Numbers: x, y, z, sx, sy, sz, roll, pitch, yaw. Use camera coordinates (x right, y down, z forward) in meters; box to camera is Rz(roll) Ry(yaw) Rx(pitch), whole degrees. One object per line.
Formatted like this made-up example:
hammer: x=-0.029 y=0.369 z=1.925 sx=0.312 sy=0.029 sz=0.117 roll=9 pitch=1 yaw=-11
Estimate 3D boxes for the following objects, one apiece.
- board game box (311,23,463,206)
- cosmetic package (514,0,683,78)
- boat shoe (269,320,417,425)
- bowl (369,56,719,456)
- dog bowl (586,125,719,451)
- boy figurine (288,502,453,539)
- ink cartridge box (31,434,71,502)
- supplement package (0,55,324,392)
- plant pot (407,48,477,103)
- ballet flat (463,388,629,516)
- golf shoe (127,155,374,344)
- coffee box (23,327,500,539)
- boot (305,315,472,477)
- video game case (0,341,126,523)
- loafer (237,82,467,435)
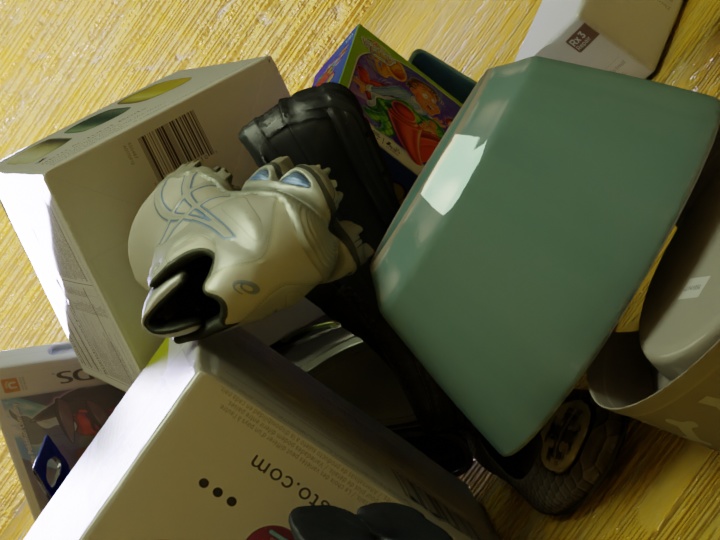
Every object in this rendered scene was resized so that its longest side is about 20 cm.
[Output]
board game box: x=0.056 y=-0.042 z=1.167 sx=0.045 sy=0.200 sz=0.135 roll=-48 pitch=13 yaw=25
cosmetic package: x=0.182 y=-0.199 z=1.455 sx=0.102 sy=0.074 sz=0.200 roll=-43 pitch=18 yaw=52
boat shoe: x=-0.012 y=0.057 z=1.181 sx=0.201 sy=0.072 sz=0.061 roll=-23 pitch=37 yaw=17
bowl: x=0.077 y=-0.023 z=0.986 sx=0.201 sy=0.105 sz=0.201 roll=-58 pitch=2 yaw=4
dog bowl: x=0.181 y=-0.009 z=0.887 sx=0.200 sy=0.059 sz=0.200 roll=-54 pitch=9 yaw=13
boy figurine: x=0.000 y=0.207 z=0.919 sx=0.064 sy=0.124 sz=0.201 roll=-143 pitch=54 yaw=-59
ink cartridge box: x=-0.135 y=0.185 z=1.335 sx=0.076 sy=0.200 sz=0.137 roll=-55 pitch=10 yaw=19
supplement package: x=-0.115 y=-0.028 z=1.242 sx=0.151 sy=0.151 sz=0.200 roll=-29 pitch=12 yaw=-16
plant pot: x=0.035 y=-0.014 z=1.372 sx=0.142 sy=0.141 sz=0.200 roll=-62 pitch=6 yaw=-33
ballet flat: x=0.088 y=0.083 z=1.061 sx=0.068 sy=0.046 sz=0.200 roll=-57 pitch=10 yaw=-4
golf shoe: x=-0.085 y=-0.004 z=1.032 sx=0.097 sy=0.078 sz=0.200 roll=-38 pitch=13 yaw=-28
coffee box: x=-0.060 y=0.164 z=1.057 sx=0.198 sy=0.199 sz=0.200 roll=-54 pitch=10 yaw=4
boot: x=0.002 y=0.074 z=1.258 sx=0.200 sy=0.070 sz=0.132 roll=-13 pitch=35 yaw=43
video game case: x=-0.146 y=0.126 z=1.406 sx=0.023 sy=0.181 sz=0.201 roll=-92 pitch=-9 yaw=-53
loafer: x=0.000 y=0.000 z=1.079 sx=0.070 sy=0.201 sz=0.068 roll=-23 pitch=14 yaw=6
